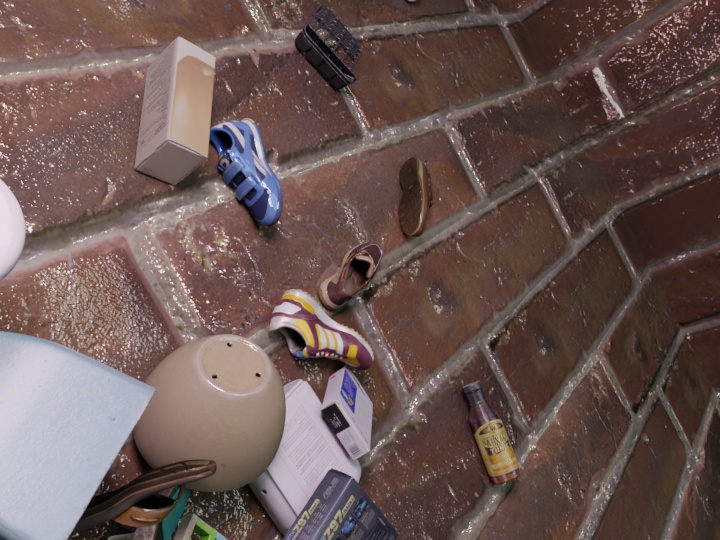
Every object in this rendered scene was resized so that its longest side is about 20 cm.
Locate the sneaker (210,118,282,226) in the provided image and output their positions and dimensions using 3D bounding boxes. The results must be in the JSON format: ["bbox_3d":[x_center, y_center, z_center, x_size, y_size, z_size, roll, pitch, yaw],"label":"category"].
[{"bbox_3d":[-0.194,-0.161,1.174,0.082,0.074,0.200,-8,69,-48],"label":"sneaker"}]

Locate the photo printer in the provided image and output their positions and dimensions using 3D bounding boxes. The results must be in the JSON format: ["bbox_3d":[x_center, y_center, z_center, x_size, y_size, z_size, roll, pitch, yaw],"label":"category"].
[{"bbox_3d":[-0.089,0.286,1.041,0.200,0.069,0.166,58,39,-8],"label":"photo printer"}]

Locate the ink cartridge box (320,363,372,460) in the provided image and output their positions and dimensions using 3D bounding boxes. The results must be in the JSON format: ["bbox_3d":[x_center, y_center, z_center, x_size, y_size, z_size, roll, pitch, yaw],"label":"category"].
[{"bbox_3d":[-0.018,0.221,1.142,0.095,0.037,0.200,58,9,-7],"label":"ink cartridge box"}]

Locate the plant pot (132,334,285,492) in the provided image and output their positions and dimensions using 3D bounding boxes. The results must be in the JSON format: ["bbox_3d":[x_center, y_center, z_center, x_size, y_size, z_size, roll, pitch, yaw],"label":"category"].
[{"bbox_3d":[-0.180,0.159,0.902,0.200,0.135,0.200,16,40,-14],"label":"plant pot"}]

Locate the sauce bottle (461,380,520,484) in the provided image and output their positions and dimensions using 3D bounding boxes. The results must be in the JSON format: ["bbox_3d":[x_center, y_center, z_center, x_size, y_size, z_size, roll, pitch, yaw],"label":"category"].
[{"bbox_3d":[0.256,0.322,1.407,0.066,0.066,0.200,-14,79,-50],"label":"sauce bottle"}]

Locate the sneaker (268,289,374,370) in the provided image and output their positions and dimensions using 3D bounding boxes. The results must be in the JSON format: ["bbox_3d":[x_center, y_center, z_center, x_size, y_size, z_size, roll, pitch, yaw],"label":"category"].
[{"bbox_3d":[-0.067,0.122,1.163,0.200,0.075,0.090,39,53,-18],"label":"sneaker"}]

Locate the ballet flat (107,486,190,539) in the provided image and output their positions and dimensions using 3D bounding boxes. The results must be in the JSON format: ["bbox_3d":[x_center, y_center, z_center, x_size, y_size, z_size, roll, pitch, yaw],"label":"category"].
[{"bbox_3d":[-0.260,0.312,0.835,0.067,0.068,0.200,10,29,1],"label":"ballet flat"}]

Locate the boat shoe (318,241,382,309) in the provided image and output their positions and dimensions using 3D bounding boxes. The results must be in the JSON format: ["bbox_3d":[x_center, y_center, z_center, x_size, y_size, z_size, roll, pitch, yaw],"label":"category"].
[{"bbox_3d":[0.000,0.000,1.293,0.072,0.072,0.200,57,40,-8],"label":"boat shoe"}]

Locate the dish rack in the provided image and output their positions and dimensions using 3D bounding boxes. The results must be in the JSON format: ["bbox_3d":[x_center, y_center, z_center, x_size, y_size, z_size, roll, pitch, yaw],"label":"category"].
[{"bbox_3d":[-0.056,-0.492,1.516,0.153,0.055,0.200,44,43,-23],"label":"dish rack"}]

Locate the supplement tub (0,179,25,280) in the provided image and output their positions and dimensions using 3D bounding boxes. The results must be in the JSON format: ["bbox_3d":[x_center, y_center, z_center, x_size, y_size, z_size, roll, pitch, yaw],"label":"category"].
[{"bbox_3d":[-0.446,-0.017,0.711,0.145,0.200,0.146,25,53,-38],"label":"supplement tub"}]

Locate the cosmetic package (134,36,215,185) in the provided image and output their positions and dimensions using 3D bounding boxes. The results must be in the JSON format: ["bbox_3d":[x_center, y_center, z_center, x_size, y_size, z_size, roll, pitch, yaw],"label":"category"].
[{"bbox_3d":[-0.285,-0.246,1.091,0.071,0.105,0.200,22,56,-39],"label":"cosmetic package"}]

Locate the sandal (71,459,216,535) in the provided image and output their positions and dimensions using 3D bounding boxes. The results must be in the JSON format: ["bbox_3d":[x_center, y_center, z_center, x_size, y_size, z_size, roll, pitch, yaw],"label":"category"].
[{"bbox_3d":[-0.253,0.268,0.798,0.200,0.082,0.055,-24,90,-8],"label":"sandal"}]

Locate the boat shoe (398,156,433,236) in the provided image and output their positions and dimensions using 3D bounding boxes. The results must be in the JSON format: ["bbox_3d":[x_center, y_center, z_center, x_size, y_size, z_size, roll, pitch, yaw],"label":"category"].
[{"bbox_3d":[0.128,-0.155,1.520,0.068,0.072,0.200,28,48,-33],"label":"boat shoe"}]

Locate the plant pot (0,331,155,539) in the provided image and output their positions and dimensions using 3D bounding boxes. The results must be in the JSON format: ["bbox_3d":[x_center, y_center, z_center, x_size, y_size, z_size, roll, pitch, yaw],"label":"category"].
[{"bbox_3d":[-0.369,0.174,0.713,0.200,0.196,0.196,37,45,-14],"label":"plant pot"}]

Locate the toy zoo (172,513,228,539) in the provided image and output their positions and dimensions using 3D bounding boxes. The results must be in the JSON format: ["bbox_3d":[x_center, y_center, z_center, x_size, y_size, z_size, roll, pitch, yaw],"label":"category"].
[{"bbox_3d":[-0.176,0.417,0.886,0.200,0.020,0.131,52,35,-28],"label":"toy zoo"}]

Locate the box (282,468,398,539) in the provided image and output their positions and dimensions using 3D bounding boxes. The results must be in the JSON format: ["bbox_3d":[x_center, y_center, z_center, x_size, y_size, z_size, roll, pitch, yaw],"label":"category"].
[{"bbox_3d":[-0.045,0.401,0.969,0.200,0.051,0.158,-54,130,-29],"label":"box"}]
